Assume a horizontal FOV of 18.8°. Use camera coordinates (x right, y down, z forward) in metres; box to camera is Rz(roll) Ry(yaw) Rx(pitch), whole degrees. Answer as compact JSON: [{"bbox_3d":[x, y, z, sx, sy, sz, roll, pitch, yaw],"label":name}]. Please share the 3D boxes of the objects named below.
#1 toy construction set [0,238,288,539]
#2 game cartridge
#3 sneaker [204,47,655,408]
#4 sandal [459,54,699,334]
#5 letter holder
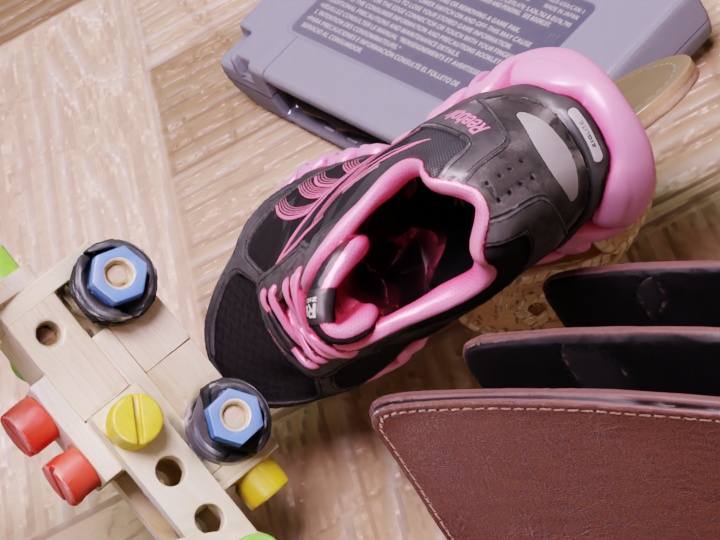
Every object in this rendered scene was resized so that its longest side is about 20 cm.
[{"bbox_3d":[-0.099,0.064,0.723,0.131,0.200,0.092,-39,14,-21],"label":"toy construction set"},{"bbox_3d":[0.043,-0.098,0.892,0.133,0.042,0.200,-42,40,-15],"label":"game cartridge"},{"bbox_3d":[0.000,0.000,0.699,0.200,0.079,0.095,-36,2,45],"label":"sneaker"},{"bbox_3d":[0.056,-0.001,0.773,0.211,0.070,0.078,-30,12,38],"label":"sandal"},{"bbox_3d":[0.122,0.044,0.616,0.200,0.142,0.101,2,52,36],"label":"letter holder"}]
